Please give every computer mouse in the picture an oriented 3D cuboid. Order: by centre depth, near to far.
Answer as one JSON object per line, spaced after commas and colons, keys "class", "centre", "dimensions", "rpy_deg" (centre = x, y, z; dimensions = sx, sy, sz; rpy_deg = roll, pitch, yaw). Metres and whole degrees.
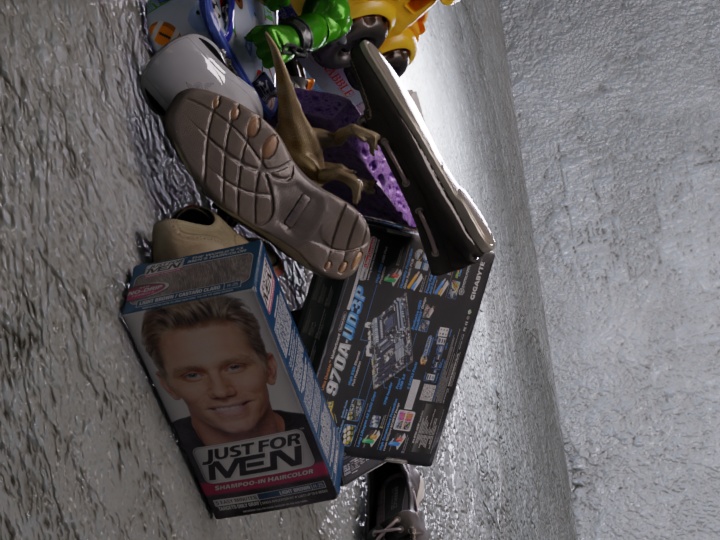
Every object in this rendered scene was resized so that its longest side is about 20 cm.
{"class": "computer mouse", "centre": [-0.108, -0.113, 1.535], "dimensions": [0.044, 0.110, 0.200], "rpy_deg": [47, 0, 33]}

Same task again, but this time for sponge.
{"class": "sponge", "centre": [-0.006, -0.079, 1.682], "dimensions": [0.030, 0.111, 0.200], "rpy_deg": [-53, 131, -21]}

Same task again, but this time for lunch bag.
{"class": "lunch bag", "centre": [-0.123, -0.221, 1.610], "dimensions": [0.160, 0.075, 0.200], "rpy_deg": [61, 19, -49]}

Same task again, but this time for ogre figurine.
{"class": "ogre figurine", "centre": [-0.058, -0.261, 1.584], "dimensions": [0.120, 0.098, 0.200], "rpy_deg": [4, 54, -57]}

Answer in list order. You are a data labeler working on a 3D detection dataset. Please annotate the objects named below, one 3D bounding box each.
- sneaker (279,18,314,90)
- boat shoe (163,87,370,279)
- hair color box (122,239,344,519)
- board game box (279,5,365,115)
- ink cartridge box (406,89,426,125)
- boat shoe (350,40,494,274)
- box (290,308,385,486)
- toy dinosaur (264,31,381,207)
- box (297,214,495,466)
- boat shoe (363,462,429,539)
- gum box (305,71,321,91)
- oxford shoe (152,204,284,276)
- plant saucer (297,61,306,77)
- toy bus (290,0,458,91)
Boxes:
{"class": "sneaker", "centre": [-0.075, -0.128, 1.722], "dimensions": [0.074, 0.079, 0.201], "rpy_deg": [-7, 89, -79]}
{"class": "boat shoe", "centre": [-0.082, -0.062, 1.493], "dimensions": [0.200, 0.075, 0.073], "rpy_deg": [44, -18, -25]}
{"class": "hair color box", "centre": [-0.088, 0.082, 1.388], "dimensions": [0.061, 0.100, 0.200], "rpy_deg": [-84, 158, -54]}
{"class": "board game box", "centre": [-0.049, -0.260, 1.903], "dimensions": [0.200, 0.041, 0.200], "rpy_deg": [48, 19, -42]}
{"class": "ink cartridge box", "centre": [0.019, -0.070, 2.015], "dimensions": [0.146, 0.084, 0.201], "rpy_deg": [-36, 114, -55]}
{"class": "boat shoe", "centre": [0.036, -0.088, 1.571], "dimensions": [0.200, 0.057, 0.067], "rpy_deg": [59, 12, -5]}
{"class": "box", "centre": [-0.029, 0.113, 1.783], "dimensions": [0.200, 0.043, 0.161], "rpy_deg": [-6, 84, -79]}
{"class": "toy dinosaur", "centre": [-0.040, -0.093, 1.520], "dimensions": [0.200, 0.101, 0.058], "rpy_deg": [88, 21, -57]}
{"class": "box", "centre": [0.019, 0.061, 1.646], "dimensions": [0.159, 0.046, 0.201], "rpy_deg": [11, 98, -40]}
{"class": "boat shoe", "centre": [0.028, 0.241, 1.902], "dimensions": [0.057, 0.067, 0.200], "rpy_deg": [55, 15, -22]}
{"class": "gum box", "centre": [-0.009, -0.146, 2.154], "dimensions": [0.170, 0.044, 0.201], "rpy_deg": [-58, 136, -74]}
{"class": "oxford shoe", "centre": [-0.107, -0.018, 1.481], "dimensions": [0.200, 0.070, 0.075], "rpy_deg": [-27, 99, -79]}
{"class": "plant saucer", "centre": [-0.080, -0.172, 1.858], "dimensions": [0.200, 0.035, 0.201], "rpy_deg": [-12, 90, -79]}
{"class": "toy bus", "centre": [0.032, -0.272, 1.736], "dimensions": [0.136, 0.192, 0.200], "rpy_deg": [63, 13, 19]}
